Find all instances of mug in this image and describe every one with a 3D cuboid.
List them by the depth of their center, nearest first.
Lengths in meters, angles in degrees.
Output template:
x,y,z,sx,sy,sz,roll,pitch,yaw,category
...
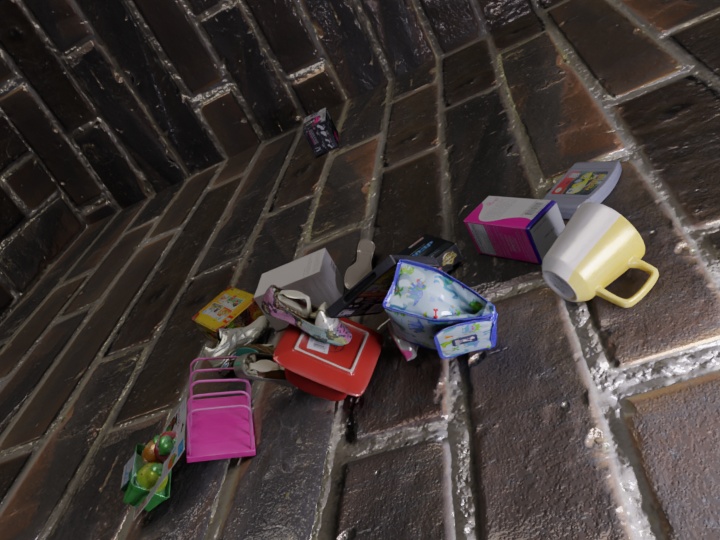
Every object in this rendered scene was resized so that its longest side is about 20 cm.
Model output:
x,y,z,sx,sy,sz,roll,pitch,yaw,category
0.431,-0.020,1.210,0.153,0.150,0.186,-44,22,-9,mug

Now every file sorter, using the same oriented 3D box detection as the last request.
x,y,z,sx,sy,sz,roll,pitch,yaw,category
-0.300,0.286,1.383,0.137,0.127,0.200,-2,24,-12,file sorter

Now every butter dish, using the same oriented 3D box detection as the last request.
x,y,z,sx,sy,sz,roll,pitch,yaw,category
-0.075,0.196,1.361,0.198,0.149,0.201,23,38,3,butter dish

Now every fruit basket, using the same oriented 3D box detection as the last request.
x,y,z,sx,sy,sz,roll,pitch,yaw,category
-0.423,0.387,1.363,0.201,0.093,0.186,-59,23,15,fruit basket

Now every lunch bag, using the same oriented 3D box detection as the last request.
x,y,z,sx,sy,sz,roll,pitch,yaw,category
0.156,0.084,1.212,0.198,0.170,0.129,14,70,18,lunch bag

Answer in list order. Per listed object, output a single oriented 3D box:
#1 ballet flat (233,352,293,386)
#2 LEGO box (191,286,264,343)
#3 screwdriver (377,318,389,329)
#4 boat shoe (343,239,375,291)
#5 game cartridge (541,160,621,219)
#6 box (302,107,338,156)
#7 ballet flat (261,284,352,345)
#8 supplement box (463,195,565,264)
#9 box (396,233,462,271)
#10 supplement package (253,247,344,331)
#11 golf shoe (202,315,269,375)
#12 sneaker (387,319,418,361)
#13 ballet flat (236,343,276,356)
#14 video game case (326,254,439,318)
x,y,z,sx,sy,sz,roll,pitch,yaw,category
-0.172,0.212,1.394,0.064,0.198,0.068,-26,61,54,ballet flat
-0.359,0.132,1.812,0.149,0.078,0.199,-43,29,-22,LEGO box
0.114,0.071,1.485,0.199,0.029,0.028,-32,26,-14,screwdriver
0.000,0.000,1.715,0.066,0.057,0.201,14,43,5,boat shoe
0.520,-0.192,1.525,0.200,0.041,0.132,-44,34,-25,game cartridge
-0.173,-0.598,2.806,0.114,0.133,0.201,-23,27,10,box
-0.104,0.085,1.303,0.198,0.072,0.069,24,35,5,ballet flat
0.345,-0.095,1.461,0.101,0.104,0.199,-42,30,-21,supplement box
0.128,-0.006,1.577,0.199,0.046,0.159,-36,22,-11,box
-0.157,0.050,1.700,0.198,0.122,0.120,-21,28,16,supplement package
-0.316,0.169,1.669,0.200,0.097,0.078,-48,2,-35,golf shoe
0.115,0.107,1.372,0.087,0.082,0.201,-21,29,21,sneaker
-0.215,0.206,1.569,0.199,0.069,0.072,-1,18,44,ballet flat
0.048,0.032,1.315,0.180,0.026,0.199,-41,-20,24,video game case
